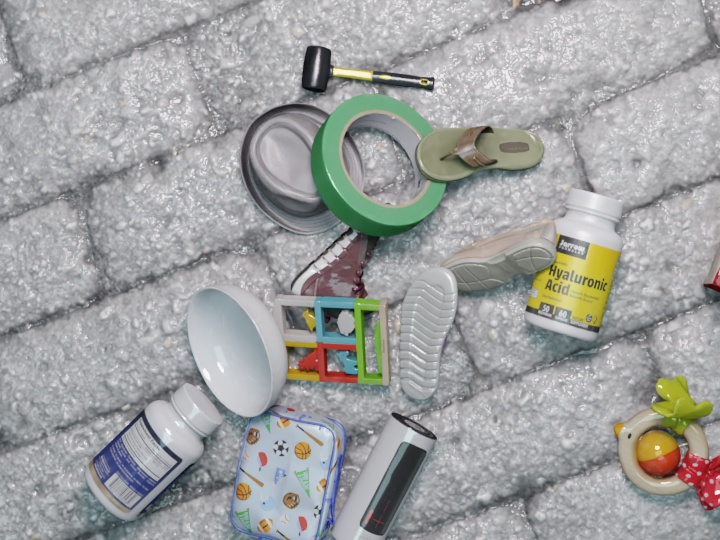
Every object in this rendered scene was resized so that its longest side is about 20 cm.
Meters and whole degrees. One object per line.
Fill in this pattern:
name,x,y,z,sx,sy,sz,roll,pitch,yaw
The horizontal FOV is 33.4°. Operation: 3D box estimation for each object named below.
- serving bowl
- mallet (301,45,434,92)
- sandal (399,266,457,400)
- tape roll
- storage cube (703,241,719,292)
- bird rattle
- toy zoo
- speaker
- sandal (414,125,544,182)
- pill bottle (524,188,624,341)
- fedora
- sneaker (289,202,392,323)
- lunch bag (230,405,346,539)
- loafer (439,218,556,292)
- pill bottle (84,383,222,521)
serving bowl,-0.169,0.109,1.748,0.065,0.199,0.202,-24,89,-39
mallet,0.011,-0.298,1.776,0.197,0.041,0.067,0,89,0
sandal,0.098,0.089,1.772,0.082,0.050,0.205,18,106,20
tape roll,0.027,-0.151,1.716,0.198,0.048,0.203,10,67,-23
storage cube,0.591,-0.023,1.654,0.178,0.200,0.173,22,94,11
bird rattle,0.456,0.259,1.738,0.161,0.113,0.202,-20,103,17
toy zoo,-0.055,0.101,1.766,0.197,0.020,0.133,2,113,13
speaker,0.033,0.316,1.766,0.080,0.081,0.202,28,93,4
sandal,0.172,-0.179,1.725,0.198,0.057,0.081,-9,75,-13
pill bottle,0.311,-0.009,1.717,0.110,0.111,0.203,15,92,4
fedora,-0.091,-0.152,1.758,0.176,0.090,0.201,-37,88,5
sneaker,0.000,0.000,1.771,0.200,0.076,0.116,-41,94,14
lunch bag,-0.102,0.309,1.772,0.158,0.076,0.203,11,93,12
loafer,0.199,-0.021,1.728,0.198,0.063,0.072,-17,132,38
pill bottle,-0.302,0.264,1.778,0.200,0.111,0.111,-43,88,4
